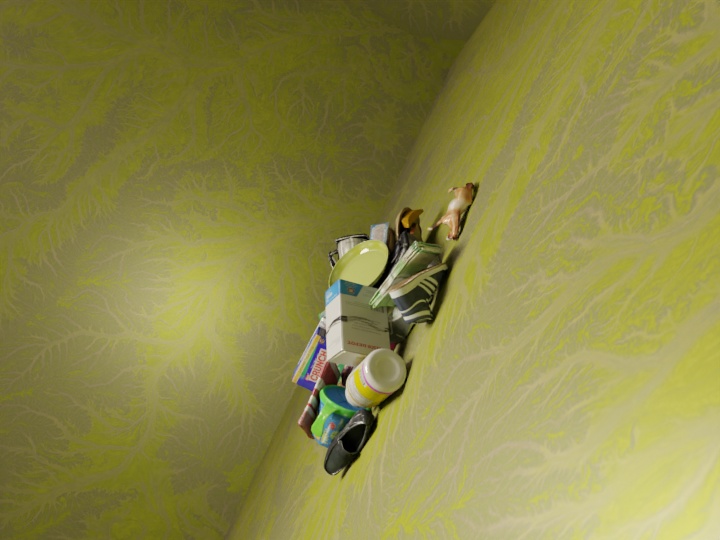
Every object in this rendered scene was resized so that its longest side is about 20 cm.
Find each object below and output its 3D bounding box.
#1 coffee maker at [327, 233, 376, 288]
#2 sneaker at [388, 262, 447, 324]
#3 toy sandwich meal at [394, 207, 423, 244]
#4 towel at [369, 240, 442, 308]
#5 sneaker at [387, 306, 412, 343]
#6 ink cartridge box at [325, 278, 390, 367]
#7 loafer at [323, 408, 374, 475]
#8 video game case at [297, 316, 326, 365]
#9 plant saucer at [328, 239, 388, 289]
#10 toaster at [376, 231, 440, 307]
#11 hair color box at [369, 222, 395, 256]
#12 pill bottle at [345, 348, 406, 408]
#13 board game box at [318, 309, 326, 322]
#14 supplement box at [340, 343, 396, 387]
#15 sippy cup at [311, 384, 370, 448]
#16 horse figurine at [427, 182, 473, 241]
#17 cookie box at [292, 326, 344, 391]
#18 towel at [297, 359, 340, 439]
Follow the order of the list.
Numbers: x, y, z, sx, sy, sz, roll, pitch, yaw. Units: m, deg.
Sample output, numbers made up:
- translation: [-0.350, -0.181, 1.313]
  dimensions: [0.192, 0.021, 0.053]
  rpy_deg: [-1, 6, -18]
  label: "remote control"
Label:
- translation: [0.005, 0.006, 1.744]
  dimensions: [0.135, 0.192, 0.200]
  rpy_deg: [-16, 73, 33]
  label: "coffee maker"
- translation: [0.156, 0.059, 1.360]
  dimensions: [0.200, 0.109, 0.070]
  rpy_deg: [-27, 3, -42]
  label: "sneaker"
- translation: [0.165, -0.102, 1.747]
  dimensions: [0.205, 0.070, 0.205]
  rpy_deg: [9, -101, -63]
  label: "toy sandwich meal"
- translation: [0.119, 0.016, 1.421]
  dimensions: [0.200, 0.031, 0.149]
  rpy_deg: [-54, -27, 18]
  label: "towel"
- translation: [0.117, 0.117, 1.481]
  dimensions: [0.200, 0.070, 0.080]
  rpy_deg: [-51, 5, 35]
  label: "sneaker"
- translation: [-0.009, 0.139, 1.441]
  dimensions: [0.084, 0.144, 0.200]
  rpy_deg: [-42, 42, 45]
  label: "ink cartridge box"
- translation: [-0.034, 0.426, 1.381]
  dimensions: [0.201, 0.068, 0.070]
  rpy_deg: [-58, -1, 17]
  label: "loafer"
- translation: [-0.074, 0.271, 1.768]
  dimensions: [0.182, 0.200, 0.023]
  rpy_deg: [-62, -11, 12]
  label: "video game case"
- translation: [0.000, 0.000, 1.584]
  dimensions: [0.200, 0.031, 0.200]
  rpy_deg: [-26, 37, 22]
  label: "plant saucer"
- translation: [0.127, 0.004, 1.578]
  dimensions: [0.181, 0.119, 0.200]
  rpy_deg: [-62, 6, 14]
  label: "toaster"
- translation: [0.093, -0.049, 1.748]
  dimensions: [0.200, 0.060, 0.100]
  rpy_deg: [50, -141, -50]
  label: "hair color box"
- translation: [0.028, 0.269, 1.364]
  dimensions: [0.200, 0.104, 0.104]
  rpy_deg: [-55, 10, 56]
  label: "pill bottle"
- translation: [-0.046, 0.113, 1.853]
  dimensions: [0.200, 0.029, 0.135]
  rpy_deg: [-37, 13, -1]
  label: "board game box"
- translation: [0.026, 0.238, 1.592]
  dimensions: [0.200, 0.086, 0.110]
  rpy_deg: [-63, 6, 3]
  label: "supplement box"
- translation: [-0.061, 0.389, 1.479]
  dimensions: [0.140, 0.178, 0.130]
  rpy_deg: [39, 109, 59]
  label: "sippy cup"
- translation: [0.255, -0.168, 1.523]
  dimensions: [0.200, 0.050, 0.133]
  rpy_deg: [-58, 17, -11]
  label: "horse figurine"
- translation: [-0.078, 0.292, 1.698]
  dimensions: [0.171, 0.200, 0.075]
  rpy_deg: [-62, 6, 11]
  label: "cookie box"
- translation: [-0.109, 0.340, 1.520]
  dimensions: [0.144, 0.023, 0.200]
  rpy_deg: [77, -148, -57]
  label: "towel"
